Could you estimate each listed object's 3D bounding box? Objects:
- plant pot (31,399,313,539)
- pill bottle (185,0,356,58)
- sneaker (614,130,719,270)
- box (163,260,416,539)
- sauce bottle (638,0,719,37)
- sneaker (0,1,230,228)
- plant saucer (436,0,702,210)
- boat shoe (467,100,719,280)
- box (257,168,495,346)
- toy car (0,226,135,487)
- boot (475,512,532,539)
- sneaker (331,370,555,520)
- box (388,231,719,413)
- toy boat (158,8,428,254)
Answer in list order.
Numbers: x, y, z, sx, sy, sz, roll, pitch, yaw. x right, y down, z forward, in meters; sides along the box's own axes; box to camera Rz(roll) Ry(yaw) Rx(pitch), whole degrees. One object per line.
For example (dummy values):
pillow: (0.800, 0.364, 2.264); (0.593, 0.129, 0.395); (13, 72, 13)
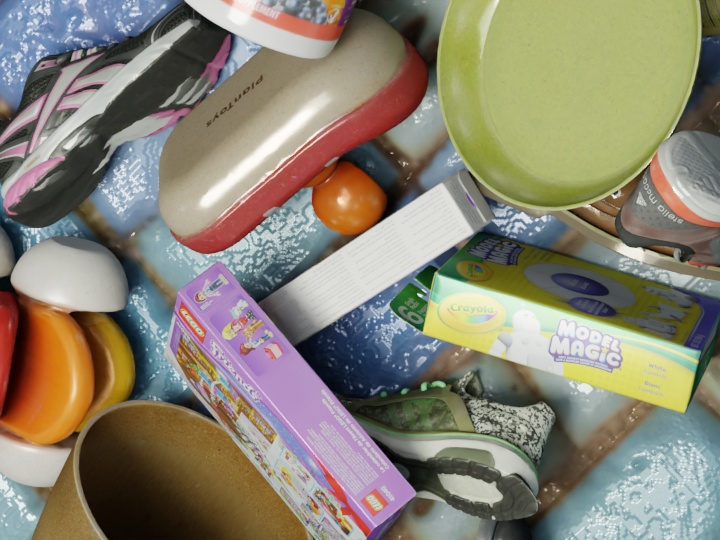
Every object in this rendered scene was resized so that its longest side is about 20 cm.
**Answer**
plant pot: (-0.161, 0.222, 1.416); (0.186, 0.186, 0.200); (43, 121, 6)
pill bottle: (-0.027, -0.241, 1.254); (0.111, 0.111, 0.200); (29, 108, 10)
sneaker: (0.229, -0.040, 1.260); (0.082, 0.200, 0.077); (-45, 54, 37)
box: (-0.051, 0.100, 1.367); (0.039, 0.137, 0.200); (-37, 81, -19)
sauce bottle: (0.218, -0.177, 1.266); (0.200, 0.066, 0.066); (2, 100, 40)
sneaker: (-0.185, -0.125, 1.409); (0.200, 0.080, 0.086); (-38, 67, 9)
plant saucer: (0.133, -0.135, 1.273); (0.200, 0.031, 0.200); (-6, 81, 41)
boat shoe: (0.167, -0.053, 1.320); (0.200, 0.072, 0.068); (21, 105, 12)
box: (0.000, 0.000, 1.368); (0.200, 0.039, 0.041); (-34, 90, 33)
toy car: (-0.263, 0.059, 1.418); (0.200, 0.150, 0.175); (15, 103, 13)
boot: (0.177, 0.241, 1.365); (0.200, 0.066, 0.165); (4, 107, 18)
sneaker: (0.047, 0.105, 1.389); (0.200, 0.089, 0.077); (14, 141, 31)
box: (0.126, 0.026, 1.320); (0.200, 0.117, 0.048); (15, 109, 13)
toy boat: (-0.032, -0.076, 1.363); (0.200, 0.131, 0.131); (-39, 117, 18)
